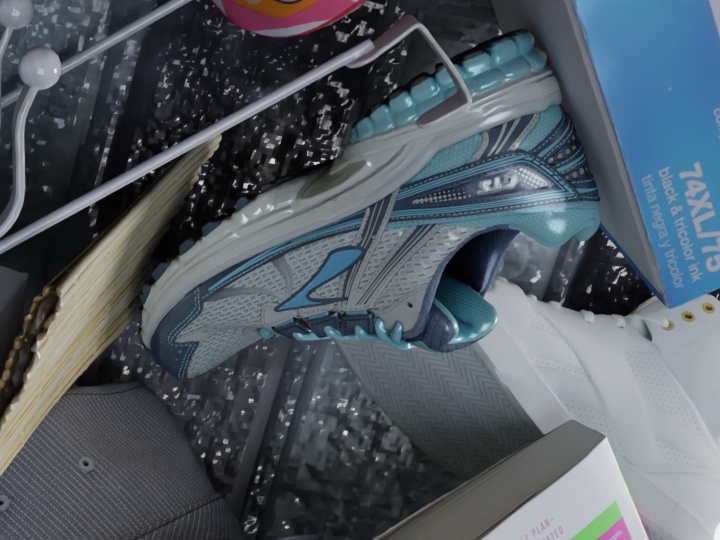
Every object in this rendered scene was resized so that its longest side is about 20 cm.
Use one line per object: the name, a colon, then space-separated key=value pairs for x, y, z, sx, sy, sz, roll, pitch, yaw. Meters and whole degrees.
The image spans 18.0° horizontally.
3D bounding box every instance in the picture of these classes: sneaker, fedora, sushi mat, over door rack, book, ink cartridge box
sneaker: x=0.000 y=0.000 z=0.817 sx=0.200 sy=0.077 sz=0.087 roll=-35 pitch=83 yaw=33
fedora: x=-0.122 y=0.099 z=0.849 sx=0.199 sy=0.177 sz=0.091 roll=-21 pitch=86 yaw=-25
sushi mat: x=-0.092 y=0.014 z=0.778 sx=0.012 sy=0.200 sz=0.096 roll=27 pitch=111 yaw=1
over door rack: x=-0.082 y=-0.071 z=0.761 sx=0.199 sy=0.148 sz=0.067 roll=-19 pitch=115 yaw=-8
book: x=0.069 y=0.174 z=0.847 sx=0.133 sy=0.048 sz=0.201 roll=-31 pitch=115 yaw=-18
sneaker: x=0.081 y=0.035 z=0.907 sx=0.200 sy=0.116 sz=0.074 roll=43 pitch=141 yaw=0
ink cartridge box: x=0.156 y=-0.113 z=0.808 sx=0.199 sy=0.147 sz=0.147 roll=-23 pitch=118 yaw=-3

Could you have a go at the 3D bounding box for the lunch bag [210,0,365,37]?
lunch bag: x=-0.021 y=-0.190 z=0.699 sx=0.176 sy=0.200 sz=0.082 roll=-39 pitch=157 yaw=-1

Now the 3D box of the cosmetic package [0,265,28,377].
cosmetic package: x=-0.214 y=0.013 z=0.767 sx=0.199 sy=0.051 sz=0.083 roll=18 pitch=128 yaw=7
